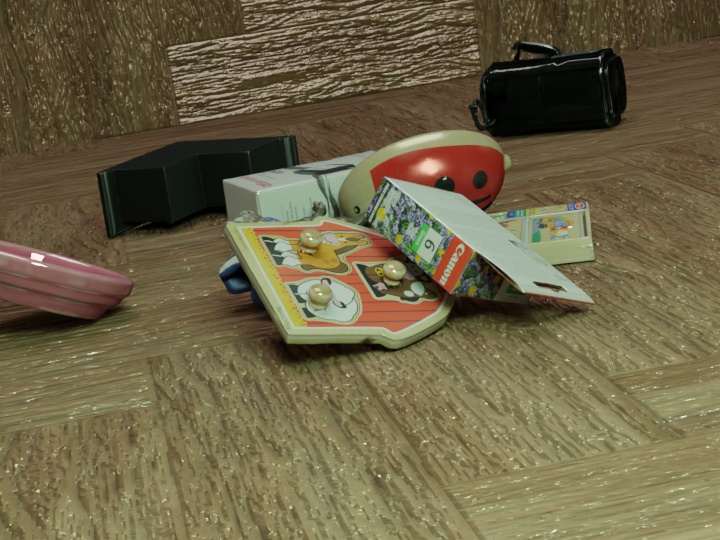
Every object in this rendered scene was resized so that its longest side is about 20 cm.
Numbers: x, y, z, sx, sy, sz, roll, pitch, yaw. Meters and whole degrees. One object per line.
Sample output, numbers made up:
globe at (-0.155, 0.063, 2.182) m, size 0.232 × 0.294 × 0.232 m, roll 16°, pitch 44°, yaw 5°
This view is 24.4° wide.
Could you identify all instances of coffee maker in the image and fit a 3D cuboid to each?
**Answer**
coffee maker at (0.296, -0.264, 2.569) m, size 0.200 × 0.135 × 0.192 m, roll -4°, pitch 36°, yaw 26°

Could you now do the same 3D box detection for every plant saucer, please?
plant saucer at (-0.336, 0.008, 1.714) m, size 0.200 × 0.051 × 0.201 m, roll 15°, pitch 0°, yaw 0°

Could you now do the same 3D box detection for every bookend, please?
bookend at (-0.212, -0.114, 2.247) m, size 0.200 × 0.092 × 0.199 m, roll -1°, pitch 16°, yaw 27°

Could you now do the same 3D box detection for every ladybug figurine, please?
ladybug figurine at (0.075, -0.088, 1.866) m, size 0.200 × 0.136 × 0.072 m, roll -19°, pitch 48°, yaw 4°

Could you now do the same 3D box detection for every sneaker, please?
sneaker at (-0.057, 0.015, 1.621) m, size 0.088 × 0.075 × 0.200 m, roll -46°, pitch 36°, yaw -21°

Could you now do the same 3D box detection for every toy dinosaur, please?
toy dinosaur at (-0.045, -0.031, 1.828) m, size 0.200 × 0.077 × 0.102 m, roll 9°, pitch 32°, yaw 41°

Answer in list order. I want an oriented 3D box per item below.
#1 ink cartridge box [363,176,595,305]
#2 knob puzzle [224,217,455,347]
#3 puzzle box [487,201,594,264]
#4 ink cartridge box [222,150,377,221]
ink cartridge box at (0.104, -0.010, 1.490) m, size 0.109 × 0.050 × 0.200 m, roll 9°, pitch 25°, yaw -46°
knob puzzle at (0.000, 0.000, 1.492) m, size 0.219 × 0.031 × 0.220 m, roll 11°, pitch 30°, yaw -6°
puzzle box at (0.179, -0.036, 1.756) m, size 0.133 × 0.025 × 0.200 m, roll -6°, pitch 12°, yaw 7°
ink cartridge box at (-0.047, -0.082, 1.990) m, size 0.200 × 0.084 × 0.145 m, roll -13°, pitch 13°, yaw -19°
